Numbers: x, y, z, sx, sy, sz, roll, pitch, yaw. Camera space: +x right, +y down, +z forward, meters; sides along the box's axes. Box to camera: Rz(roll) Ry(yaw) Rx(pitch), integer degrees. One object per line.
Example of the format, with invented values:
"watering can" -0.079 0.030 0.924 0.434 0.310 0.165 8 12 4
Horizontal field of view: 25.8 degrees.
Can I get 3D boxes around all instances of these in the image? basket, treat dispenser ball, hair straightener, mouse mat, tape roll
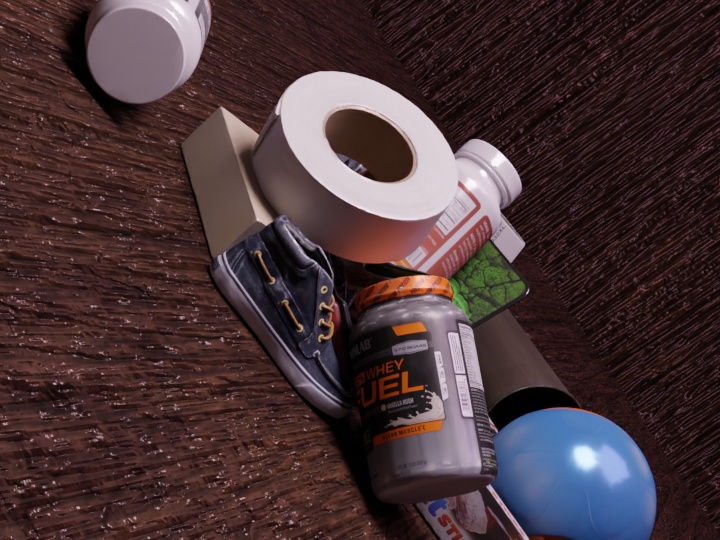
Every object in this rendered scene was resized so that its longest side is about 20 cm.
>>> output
"basket" 0.182 0.141 2.041 0.180 0.136 0.200 48 9 -44
"treat dispenser ball" 0.219 0.249 1.703 0.201 0.201 0.201 51 12 -16
"hair straightener" -0.034 0.019 1.590 0.077 0.041 0.201 2 71 -67
"mouse mat" 0.080 0.001 1.794 0.200 0.161 0.008 54 -9 41
"tape roll" -0.005 -0.105 1.579 0.202 0.071 0.203 18 44 -19

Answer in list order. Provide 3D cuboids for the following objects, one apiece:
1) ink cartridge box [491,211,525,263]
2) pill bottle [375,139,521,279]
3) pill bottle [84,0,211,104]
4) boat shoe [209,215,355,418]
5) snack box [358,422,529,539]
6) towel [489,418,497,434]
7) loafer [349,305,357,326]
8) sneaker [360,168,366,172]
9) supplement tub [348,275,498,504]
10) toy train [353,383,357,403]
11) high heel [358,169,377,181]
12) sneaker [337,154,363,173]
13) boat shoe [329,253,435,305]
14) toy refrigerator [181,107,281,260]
"ink cartridge box" 0.077 -0.035 1.911 0.200 0.145 0.084 34 -7 44
"pill bottle" 0.084 -0.052 1.758 0.112 0.200 0.112 41 -20 18
"pill bottle" -0.213 -0.238 1.570 0.116 0.116 0.200 51 12 -17
"boat shoe" -0.048 0.046 1.489 0.200 0.091 0.071 51 12 -16
"snack box" 0.085 0.215 1.587 0.200 0.072 0.024 54 11 -1
"towel" 0.074 0.099 1.813 0.144 0.023 0.200 35 16 -47
"loafer" 0.032 0.071 1.707 0.073 0.071 0.200 54 -5 -38
"sneaker" -0.001 -0.093 1.858 0.074 0.200 0.087 34 43 -17
"supplement tub" 0.056 0.114 1.504 0.122 0.122 0.201 30 46 -63
"toy train" 0.002 0.119 1.632 0.200 0.034 0.046 53 23 -9
"high heel" -0.029 -0.095 1.689 0.096 0.200 0.067 56 16 -24
"sneaker" -0.045 -0.084 1.791 0.075 0.114 0.200 35 22 -40
"boat shoe" 0.000 0.000 1.654 0.200 0.066 0.072 24 21 15
"toy refrigerator" -0.121 -0.071 1.587 0.076 0.070 0.200 36 20 -37
